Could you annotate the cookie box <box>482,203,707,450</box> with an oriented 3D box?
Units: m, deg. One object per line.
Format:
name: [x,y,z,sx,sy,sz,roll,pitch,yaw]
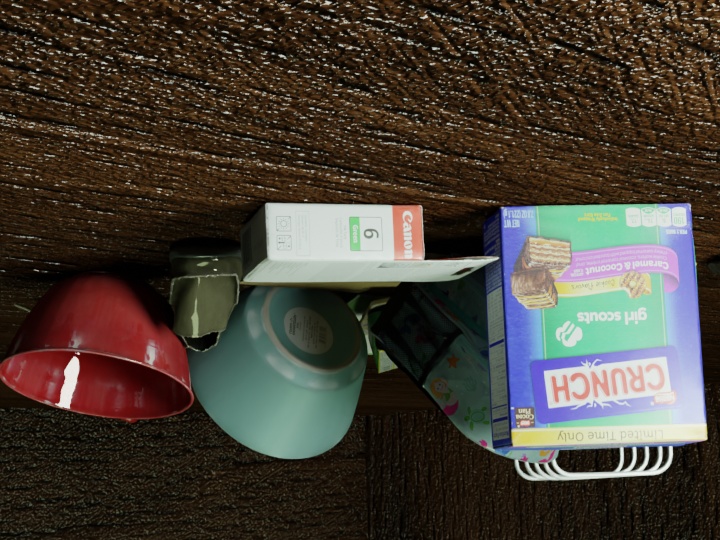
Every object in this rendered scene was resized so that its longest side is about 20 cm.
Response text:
cookie box: [0.196,0.049,1.236,0.170,0.202,0.075,-1,171,-6]

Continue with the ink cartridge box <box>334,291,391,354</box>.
ink cartridge box: [0.007,0.047,1.689,0.145,0.048,0.200,3,155,-30]

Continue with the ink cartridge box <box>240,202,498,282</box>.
ink cartridge box: [0.005,-0.023,1.231,0.198,0.051,0.109,-1,171,-16]

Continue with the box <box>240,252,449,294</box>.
box: [0.000,0.000,1.456,0.199,0.021,0.163,6,169,-40]

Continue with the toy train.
toy train: [-0.310,0.095,1.619,0.199,0.085,0.116,31,178,-5]

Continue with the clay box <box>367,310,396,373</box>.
clay box: [0.108,0.053,1.569,0.199,0.048,0.115,-17,165,-4]

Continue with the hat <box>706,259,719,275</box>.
hat: [0.462,0.024,1.523,0.199,0.082,0.201,-3,172,0]

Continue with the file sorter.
file sorter: [0.244,0.160,1.565,0.138,0.126,0.200,-1,172,-6]

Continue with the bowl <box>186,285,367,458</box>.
bowl: [-0.071,0.084,1.529,0.200,0.202,0.105,4,143,-34]

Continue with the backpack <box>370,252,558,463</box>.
backpack: [0.131,0.087,1.396,0.177,0.200,0.151,15,120,-47]

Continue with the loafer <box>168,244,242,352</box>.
loafer: [-0.146,0.028,1.401,0.075,0.070,0.200,-1,161,-4]

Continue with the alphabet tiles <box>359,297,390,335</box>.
alphabet tiles: [0.074,0.046,1.617,0.166,0.008,0.200,-13,165,-13]

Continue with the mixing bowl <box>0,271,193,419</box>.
mixing bowl: [-0.261,0.070,1.489,0.198,0.109,0.200,6,156,3]
